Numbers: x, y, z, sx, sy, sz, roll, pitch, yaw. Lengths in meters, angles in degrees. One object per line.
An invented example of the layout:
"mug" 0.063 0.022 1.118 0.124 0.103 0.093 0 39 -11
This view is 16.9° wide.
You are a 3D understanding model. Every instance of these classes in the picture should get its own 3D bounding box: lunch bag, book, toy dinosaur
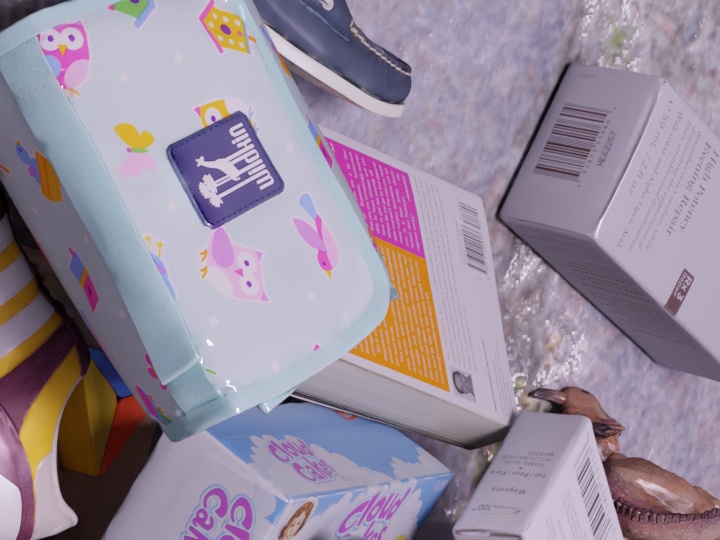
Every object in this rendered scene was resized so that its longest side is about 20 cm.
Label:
"lunch bag" -0.070 -0.028 0.940 0.171 0.122 0.200 63 8 -2
"book" 0.000 0.000 1.156 0.200 0.048 0.134 22 53 -48
"toy dinosaur" 0.139 0.122 1.278 0.086 0.200 0.136 -45 91 -6

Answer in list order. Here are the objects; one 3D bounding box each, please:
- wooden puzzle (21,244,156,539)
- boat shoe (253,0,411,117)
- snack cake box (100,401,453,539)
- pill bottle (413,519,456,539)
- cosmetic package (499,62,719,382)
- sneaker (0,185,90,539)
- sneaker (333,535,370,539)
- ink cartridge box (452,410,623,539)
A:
"wooden puzzle" -0.156 0.091 1.049 0.185 0.046 0.200 21 86 -48
"boat shoe" -0.040 -0.131 1.093 0.200 0.075 0.062 29 91 -39
"snack cake box" -0.044 0.124 1.096 0.115 0.067 0.200 -58 161 12
"pill bottle" 0.050 0.236 1.266 0.112 0.112 0.200 -46 131 -28
"cosmetic package" 0.169 -0.022 1.350 0.200 0.074 0.102 37 74 -45
"sneaker" -0.155 0.012 0.967 0.090 0.075 0.200 6 78 -36
"sneaker" -0.009 0.187 1.097 0.070 0.108 0.200 -40 129 -25
"ink cartridge box" 0.087 0.199 1.172 0.174 0.043 0.200 -54 136 -44
